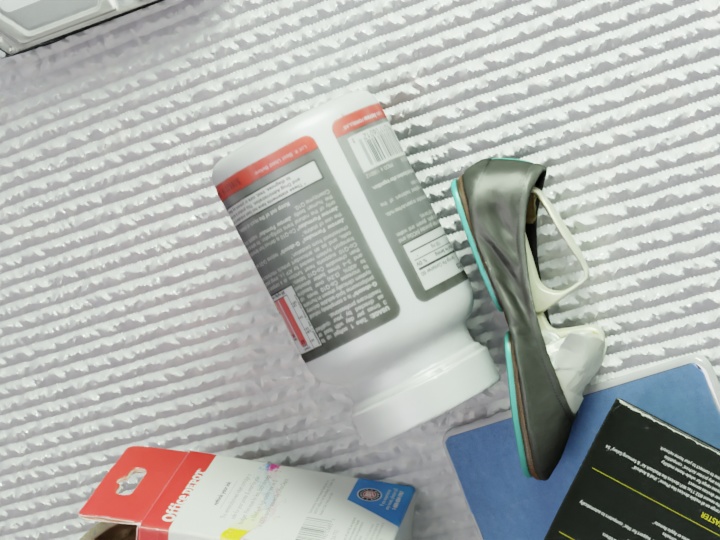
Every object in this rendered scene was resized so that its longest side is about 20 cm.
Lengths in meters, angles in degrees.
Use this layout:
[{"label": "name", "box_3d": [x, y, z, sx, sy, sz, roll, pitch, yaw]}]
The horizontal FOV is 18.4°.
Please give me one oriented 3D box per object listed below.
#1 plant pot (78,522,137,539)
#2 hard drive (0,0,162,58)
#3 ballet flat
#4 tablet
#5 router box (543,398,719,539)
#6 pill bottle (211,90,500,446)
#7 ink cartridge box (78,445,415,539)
[{"label": "plant pot", "box_3d": [-0.176, 0.286, 1.547, 0.183, 0.200, 0.201, -31, 87, 46]}, {"label": "hard drive", "box_3d": [-0.183, -0.232, 1.467, 0.200, 0.038, 0.140, -14, 98, 33]}, {"label": "ballet flat", "box_3d": [0.109, 0.027, 1.349, 0.068, 0.068, 0.200, -14, 95, 12]}, {"label": "tablet", "box_3d": [0.153, 0.136, 1.389, 0.200, 0.014, 0.130, -20, 93, 34]}, {"label": "router box", "box_3d": [0.205, 0.185, 1.298, 0.200, 0.051, 0.149, 28, 90, 20]}, {"label": "pill bottle", "box_3d": [0.000, 0.000, 1.379, 0.116, 0.116, 0.200, -27, 90, 35]}, {"label": "ink cartridge box", "box_3d": [-0.073, 0.177, 1.446, 0.200, 0.116, 0.067, 8, 111, 10]}]
